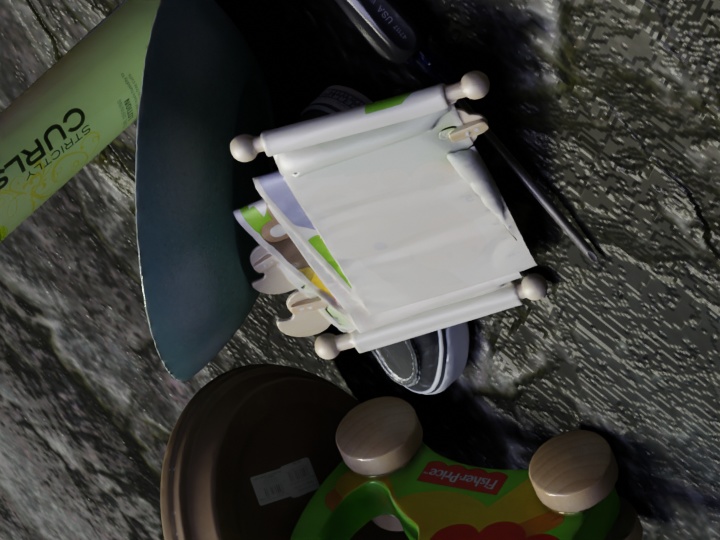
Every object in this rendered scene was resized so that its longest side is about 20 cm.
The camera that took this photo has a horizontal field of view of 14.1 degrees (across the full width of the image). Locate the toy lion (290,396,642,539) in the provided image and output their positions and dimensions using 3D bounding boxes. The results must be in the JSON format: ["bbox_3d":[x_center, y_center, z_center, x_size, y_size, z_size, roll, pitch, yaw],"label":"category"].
[{"bbox_3d":[0.044,0.165,1.523,0.200,0.192,0.069,9,137,34],"label":"toy lion"}]

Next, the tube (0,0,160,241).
[{"bbox_3d":[-0.161,-0.066,1.491,0.058,0.200,0.052,54,154,-17],"label":"tube"}]

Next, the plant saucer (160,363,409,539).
[{"bbox_3d":[-0.027,0.144,1.618,0.029,0.200,0.200,-25,109,41],"label":"plant saucer"}]

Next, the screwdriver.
[{"bbox_3d":[0.053,-0.079,1.387,0.200,0.029,0.028,44,154,-18],"label":"screwdriver"}]

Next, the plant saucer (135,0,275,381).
[{"bbox_3d":[-0.070,-0.045,1.446,0.039,0.201,0.201,1,140,10],"label":"plant saucer"}]

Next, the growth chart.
[{"bbox_3d":[0.011,-0.020,1.403,0.144,0.018,0.200,-11,145,10],"label":"growth chart"}]

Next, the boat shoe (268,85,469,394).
[{"bbox_3d":[0.000,0.000,1.506,0.072,0.068,0.200,23,146,35],"label":"boat shoe"}]
